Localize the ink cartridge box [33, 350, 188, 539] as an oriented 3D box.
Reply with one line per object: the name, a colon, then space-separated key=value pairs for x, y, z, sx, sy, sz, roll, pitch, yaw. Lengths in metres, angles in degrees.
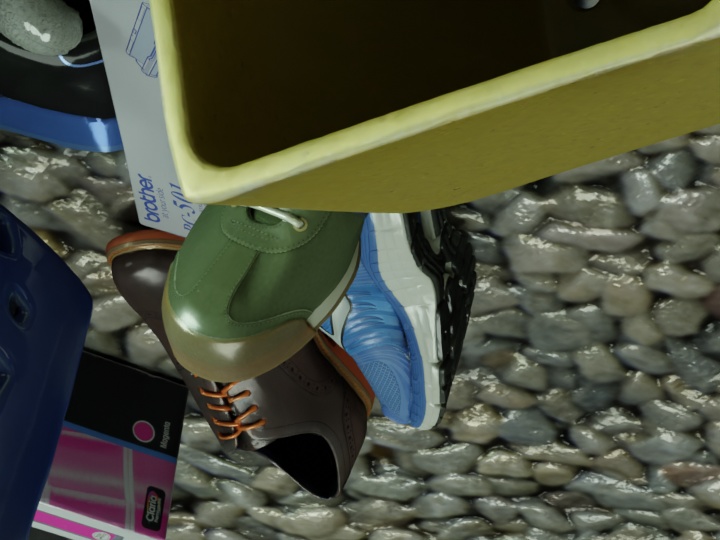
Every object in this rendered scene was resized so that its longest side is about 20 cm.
ink cartridge box: x=-0.189 y=0.076 z=1.185 sx=0.200 sy=0.095 sz=0.037 roll=19 pitch=145 yaw=-20

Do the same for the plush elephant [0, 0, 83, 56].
plush elephant: x=-0.164 y=-0.129 z=0.816 sx=0.155 sy=0.200 sz=0.165 roll=-2 pitch=157 yaw=-32

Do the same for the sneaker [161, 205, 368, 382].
sneaker: x=-0.017 y=-0.058 z=0.866 sx=0.067 sy=0.200 sz=0.090 roll=21 pitch=144 yaw=22

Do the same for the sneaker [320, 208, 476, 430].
sneaker: x=0.000 y=0.000 z=1.065 sx=0.089 sy=0.079 sz=0.200 roll=4 pitch=140 yaw=18

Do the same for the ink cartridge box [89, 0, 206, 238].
ink cartridge box: x=-0.060 y=-0.102 z=0.876 sx=0.044 sy=0.094 sz=0.200 roll=17 pitch=150 yaw=13

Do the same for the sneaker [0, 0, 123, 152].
sneaker: x=-0.176 y=-0.103 z=0.936 sx=0.200 sy=0.070 sz=0.078 roll=6 pitch=134 yaw=1

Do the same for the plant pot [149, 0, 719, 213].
plant pot: x=0.062 y=-0.124 z=0.743 sx=0.194 sy=0.196 sz=0.200 roll=-16 pitch=165 yaw=29

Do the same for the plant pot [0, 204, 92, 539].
plant pot: x=-0.250 y=0.042 z=0.925 sx=0.200 sy=0.200 sz=0.180 roll=-13 pitch=133 yaw=24

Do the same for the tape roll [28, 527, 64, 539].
tape roll: x=-0.271 y=0.143 z=1.334 sx=0.200 sy=0.066 sz=0.200 roll=4 pitch=148 yaw=2

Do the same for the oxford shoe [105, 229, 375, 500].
oxford shoe: x=-0.056 y=0.047 z=1.136 sx=0.071 sy=0.073 sz=0.200 roll=-16 pitch=141 yaw=32
